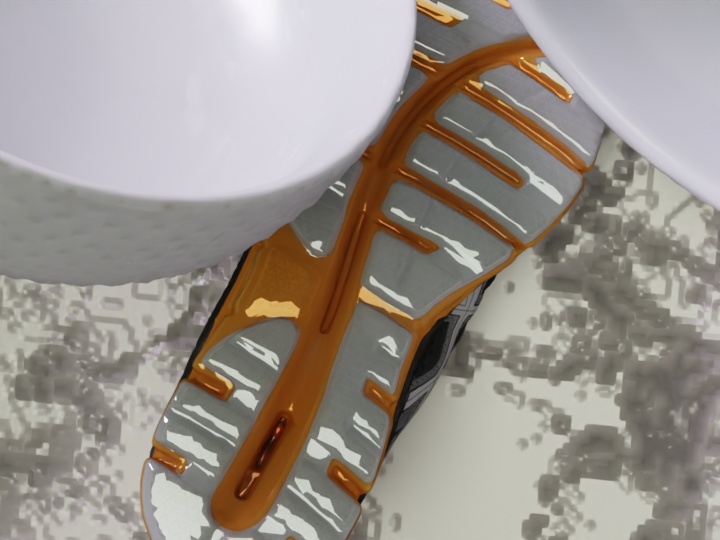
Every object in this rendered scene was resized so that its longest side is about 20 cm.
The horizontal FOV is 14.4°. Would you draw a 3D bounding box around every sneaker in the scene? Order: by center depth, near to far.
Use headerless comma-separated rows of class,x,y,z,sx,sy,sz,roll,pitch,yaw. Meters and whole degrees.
sneaker,0.000,0.000,0.793,0.078,0.077,0.200,33,80,2

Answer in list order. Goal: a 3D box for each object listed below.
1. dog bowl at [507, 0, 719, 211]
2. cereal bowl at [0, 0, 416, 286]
dog bowl,0.119,-0.100,0.700,0.200,0.200,0.079,43,61,6
cereal bowl,-0.088,-0.077,0.719,0.200,0.200,0.083,47,133,5
